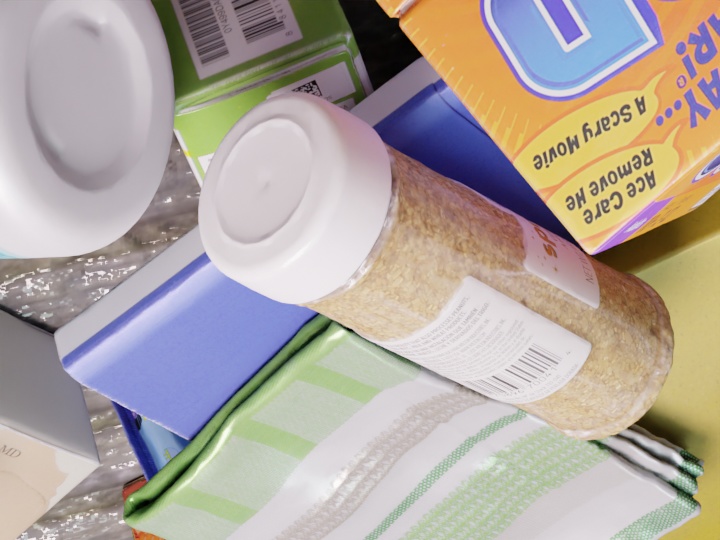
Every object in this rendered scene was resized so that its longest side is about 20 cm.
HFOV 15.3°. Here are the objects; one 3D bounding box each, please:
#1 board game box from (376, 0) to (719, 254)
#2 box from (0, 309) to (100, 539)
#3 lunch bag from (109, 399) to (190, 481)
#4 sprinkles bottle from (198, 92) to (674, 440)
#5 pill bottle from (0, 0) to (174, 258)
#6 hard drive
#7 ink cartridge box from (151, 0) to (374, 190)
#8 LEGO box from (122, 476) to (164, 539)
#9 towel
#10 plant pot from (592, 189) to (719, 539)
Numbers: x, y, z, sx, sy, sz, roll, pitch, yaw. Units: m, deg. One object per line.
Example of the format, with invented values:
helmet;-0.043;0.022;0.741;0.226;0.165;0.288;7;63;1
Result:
board game box;0.108;-0.152;0.923;0.200;0.200;0.200;-41;173;16
box;-0.222;0.104;1.235;0.200;0.078;0.095;-42;136;23
lunch bag;-0.023;0.099;1.223;0.094;0.201;0.150;-41;137;22
sprinkles bottle;0.031;0.003;0.963;0.068;0.068;0.200;-40;139;22
pill bottle;-0.172;-0.058;0.954;0.199;0.111;0.111;-2;154;35
hard drive;0.000;0.000;1.024;0.200;0.025;0.132;-36;140;19
ink cartridge box;-0.033;-0.065;1.071;0.075;0.148;0.200;-22;141;0
LEGO box;-0.035;0.199;1.374;0.077;0.149;0.200;-25;141;5
towel;0.025;0.094;1.083;0.199;0.031;0.149;25;124;-33
plant pot;0.124;-0.007;1.160;0.199;0.201;0.177;-25;141;10
